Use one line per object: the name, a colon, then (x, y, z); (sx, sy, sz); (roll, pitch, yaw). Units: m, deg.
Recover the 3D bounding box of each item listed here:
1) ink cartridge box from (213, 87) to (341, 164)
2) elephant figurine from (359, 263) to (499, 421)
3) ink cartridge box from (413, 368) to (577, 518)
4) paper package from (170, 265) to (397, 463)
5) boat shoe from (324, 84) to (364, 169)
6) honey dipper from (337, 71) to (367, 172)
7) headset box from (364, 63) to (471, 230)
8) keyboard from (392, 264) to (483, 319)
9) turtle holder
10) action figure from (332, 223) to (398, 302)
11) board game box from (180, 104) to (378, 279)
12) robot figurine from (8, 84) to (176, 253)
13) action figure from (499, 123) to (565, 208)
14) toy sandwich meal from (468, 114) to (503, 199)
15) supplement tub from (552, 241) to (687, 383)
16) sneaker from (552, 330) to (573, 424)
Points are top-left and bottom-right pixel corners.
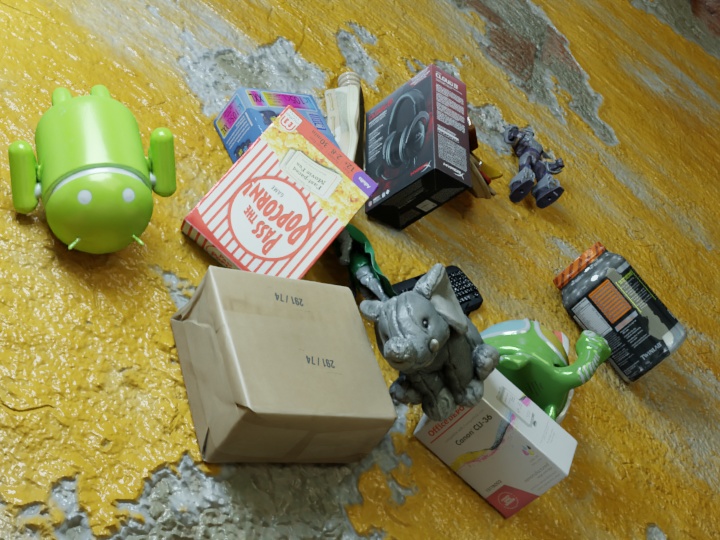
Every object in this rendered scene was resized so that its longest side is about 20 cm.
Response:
ink cartridge box: (-0.090, -0.140, 1.380); (0.135, 0.076, 0.202); (-4, 59, -45)
elephant figurine: (0.066, 0.063, 1.135); (0.154, 0.142, 0.200); (26, -18, 41)
ink cartridge box: (0.147, 0.189, 1.250); (0.200, 0.117, 0.068); (41, 37, -2)
paper package: (-0.084, 0.105, 1.125); (0.198, 0.104, 0.192); (8, 48, -38)
boat shoe: (-0.030, -0.182, 1.489); (0.064, 0.072, 0.202); (-2, 58, 7)
honey dipper: (-0.007, -0.217, 1.567); (0.038, 0.038, 0.202); (17, 48, -31)
headset box: (0.079, -0.183, 1.480); (0.077, 0.148, 0.202); (22, 55, -35)
keyboard: (0.112, 0.041, 1.424); (0.199, 0.040, 0.105); (-19, 68, -49)
turtle holder: (0.207, 0.119, 1.315); (0.140, 0.186, 0.132); (38, 38, -5)
action figure: (0.000, 0.000, 1.323); (0.054, 0.119, 0.201); (-22, 42, -10)
board game box: (-0.096, -0.076, 1.254); (0.151, 0.046, 0.201); (40, 70, -4)
robot figurine: (-0.288, -0.106, 1.123); (0.173, 0.116, 0.202); (-6, 58, -19)
action figure: (0.299, -0.189, 1.799); (0.129, 0.070, 0.201); (25, 38, -17)
toy sandwich meal: (0.158, -0.203, 1.610); (0.206, 0.070, 0.205); (54, 2, -3)
supplement tub: (0.396, 0.062, 1.602); (0.201, 0.123, 0.122); (52, 37, 9)
sneaker: (0.240, 0.149, 1.427); (0.081, 0.078, 0.201); (22, 32, -7)
